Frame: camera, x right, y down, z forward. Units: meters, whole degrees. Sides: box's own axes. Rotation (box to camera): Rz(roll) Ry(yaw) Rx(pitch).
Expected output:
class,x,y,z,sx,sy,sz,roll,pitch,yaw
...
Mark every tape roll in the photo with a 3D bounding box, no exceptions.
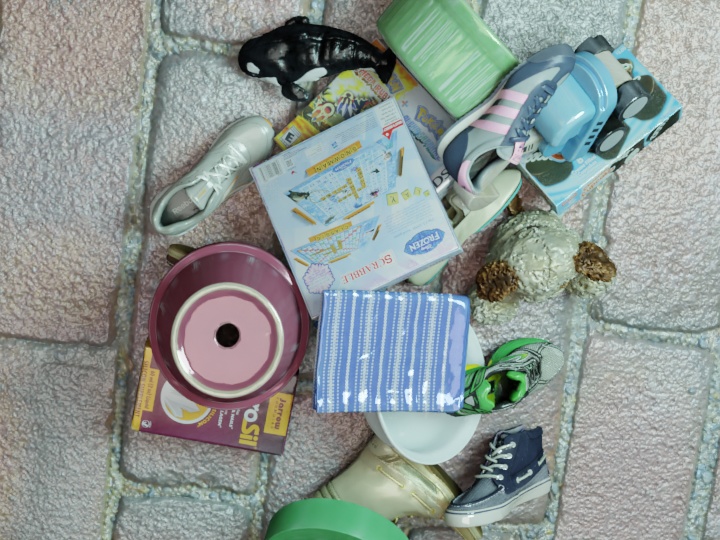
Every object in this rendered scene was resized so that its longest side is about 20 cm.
class,x,y,z,sx,sy,sz,roll,pitch,yaw
tape roll,-0.030,0.374,1.625,0.197,0.049,0.202,8,135,8

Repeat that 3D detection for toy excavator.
class,x,y,z,sx,sy,sz,roll,pitch,yaw
toy excavator,0.215,-0.167,1.496,0.198,0.195,0.101,-21,66,-28

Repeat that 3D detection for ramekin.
class,x,y,z,sx,sy,sz,roll,pitch,yaw
ramekin,0.110,-0.262,1.500,0.098,0.200,0.200,-42,100,12

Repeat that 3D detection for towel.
class,x,y,z,sx,sy,sz,roll,pitch,yaw
towel,0.040,0.098,1.490,0.197,0.024,0.147,3,96,-25

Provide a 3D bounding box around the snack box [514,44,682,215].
class,x,y,z,sx,sy,sz,roll,pitch,yaw
snack box,0.286,-0.176,1.569,0.199,0.037,0.117,-38,67,-1

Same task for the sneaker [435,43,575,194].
class,x,y,z,sx,sy,sz,roll,pitch,yaw
sneaker,0.178,-0.167,1.428,0.200,0.070,0.083,-43,58,26

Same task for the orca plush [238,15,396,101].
class,x,y,z,sx,sy,sz,roll,pitch,yaw
orca plush,-0.059,-0.259,1.523,0.197,0.071,0.107,18,86,14

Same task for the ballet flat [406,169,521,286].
class,x,y,z,sx,sy,sz,roll,pitch,yaw
ballet flat,0.118,-0.064,1.586,0.069,0.070,0.200,40,103,-9

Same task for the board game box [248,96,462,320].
class,x,y,z,sx,sy,sz,roll,pitch,yaw
board game box,-0.006,-0.072,1.508,0.198,0.041,0.202,-24,81,8

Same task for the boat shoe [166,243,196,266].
class,x,y,z,sx,sy,sz,roll,pitch,yaw
boat shoe,-0.167,0.039,1.600,0.198,0.072,0.073,31,96,-15

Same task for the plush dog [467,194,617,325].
class,x,y,z,sx,sy,sz,roll,pitch,yaw
plush dog,0.219,-0.017,1.560,0.197,0.172,0.163,-15,101,0

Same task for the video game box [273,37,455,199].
class,x,y,z,sx,sy,sz,roll,pitch,yaw
video game box,0.023,-0.151,1.554,0.182,0.047,0.200,-43,79,1

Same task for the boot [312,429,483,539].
class,x,y,z,sx,sy,sz,roll,pitch,yaw
boot,0.051,0.318,1.662,0.155,0.073,0.200,-43,102,6

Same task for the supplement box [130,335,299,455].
class,x,y,z,sx,sy,sz,roll,pitch,yaw
supplement box,-0.184,0.157,1.610,0.197,0.086,0.112,11,99,-6

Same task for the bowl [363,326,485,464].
class,x,y,z,sx,sy,sz,roll,pitch,yaw
bowl,0.063,0.141,1.601,0.199,0.090,0.205,1,88,-43

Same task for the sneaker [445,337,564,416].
class,x,y,z,sx,sy,sz,roll,pitch,yaw
sneaker,0.196,0.142,1.603,0.198,0.085,0.079,-21,105,-38

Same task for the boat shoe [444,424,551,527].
class,x,y,z,sx,sy,sz,roll,pitch,yaw
boat shoe,0.172,0.260,1.620,0.074,0.199,0.094,-3,97,40

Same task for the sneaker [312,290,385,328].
class,x,y,z,sx,sy,sz,roll,pitch,yaw
sneaker,0.000,0.000,1.598,0.076,0.076,0.203,17,97,-11

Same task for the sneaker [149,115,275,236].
class,x,y,z,sx,sy,sz,roll,pitch,yaw
sneaker,-0.181,-0.110,1.558,0.200,0.092,0.076,-45,101,5

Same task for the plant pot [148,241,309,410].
class,x,y,z,sx,sy,sz,roll,pitch,yaw
plant pot,-0.154,0.071,1.470,0.197,0.179,0.203,0,94,-5
